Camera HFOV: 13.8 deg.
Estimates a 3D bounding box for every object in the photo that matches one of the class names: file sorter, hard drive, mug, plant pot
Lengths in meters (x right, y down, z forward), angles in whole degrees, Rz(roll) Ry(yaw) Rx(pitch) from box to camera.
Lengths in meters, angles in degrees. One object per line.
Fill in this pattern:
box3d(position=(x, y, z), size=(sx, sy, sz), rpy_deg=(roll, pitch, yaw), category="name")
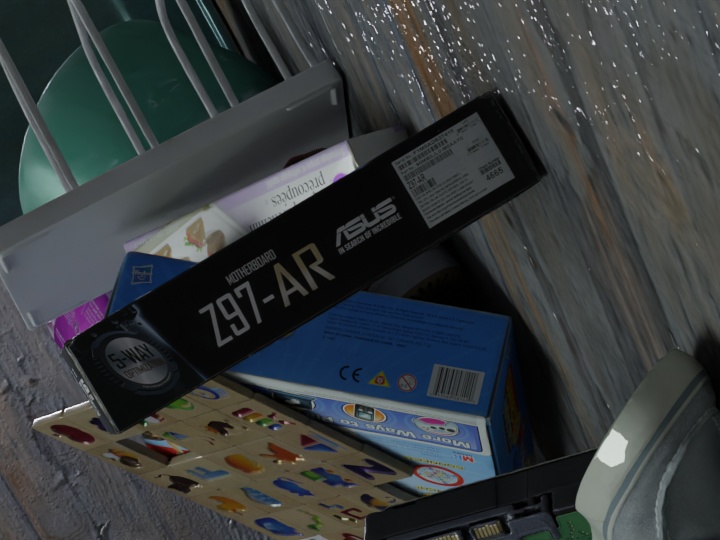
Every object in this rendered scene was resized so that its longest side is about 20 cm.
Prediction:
box3d(position=(-0.122, -0.083, 1.582), size=(0.125, 0.200, 0.139), rpy_deg=(62, 174, 15), category="file sorter")
box3d(position=(0.099, 0.167, 1.300), size=(0.038, 0.139, 0.200), rpy_deg=(-89, -23, -52), category="hard drive")
box3d(position=(-0.094, -0.065, 1.733), size=(0.114, 0.185, 0.152), rpy_deg=(25, 137, 34), category="mug")
box3d(position=(-0.189, -0.120, 1.897), size=(0.201, 0.196, 0.200), rpy_deg=(58, 172, 13), category="plant pot")

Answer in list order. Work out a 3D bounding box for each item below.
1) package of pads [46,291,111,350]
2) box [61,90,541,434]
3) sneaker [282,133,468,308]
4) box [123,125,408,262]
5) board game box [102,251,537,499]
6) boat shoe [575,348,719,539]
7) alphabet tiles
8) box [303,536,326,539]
box3d(position=(-0.080, 0.037, 1.827), size=(0.121, 0.199, 0.076), rpy_deg=(52, 133, 40), category="package of pads")
box3d(position=(-0.029, 0.001, 1.248), size=(0.044, 0.200, 0.160), rpy_deg=(59, 174, 0), category="box")
box3d(position=(0.000, 0.000, 1.571), size=(0.113, 0.071, 0.200), rpy_deg=(53, 164, 15), category="sneaker")
box3d(position=(-0.045, -0.024, 1.487), size=(0.200, 0.041, 0.039), rpy_deg=(-22, 88, 51), category="box")
box3d(position=(-0.016, 0.071, 1.519), size=(0.196, 0.199, 0.056), rpy_deg=(75, -153, -65), category="board game box")
box3d(position=(0.129, 0.097, 1.140), size=(0.071, 0.070, 0.201), rpy_deg=(31, 158, 20), category="boat shoe")
box3d(position=(-0.046, 0.103, 1.531), size=(0.200, 0.008, 0.167), rpy_deg=(27, 154, -27), category="alphabet tiles")
box3d(position=(0.027, 0.203, 1.860), size=(0.200, 0.036, 0.145), rpy_deg=(-12, -95, -63), category="box")
